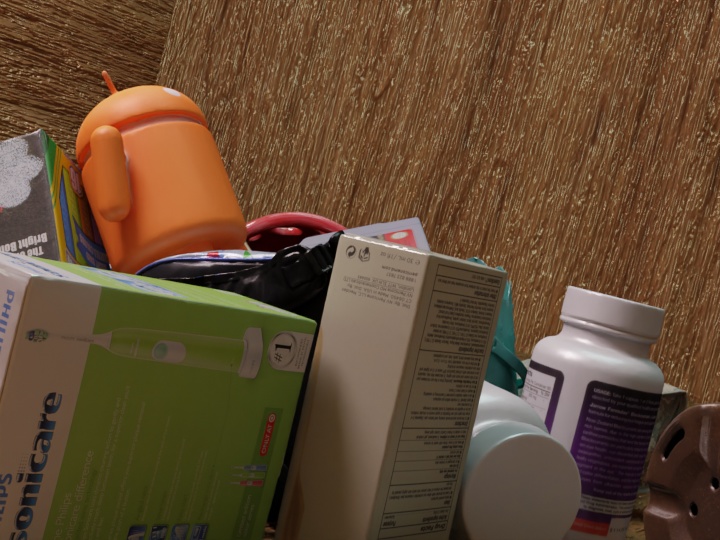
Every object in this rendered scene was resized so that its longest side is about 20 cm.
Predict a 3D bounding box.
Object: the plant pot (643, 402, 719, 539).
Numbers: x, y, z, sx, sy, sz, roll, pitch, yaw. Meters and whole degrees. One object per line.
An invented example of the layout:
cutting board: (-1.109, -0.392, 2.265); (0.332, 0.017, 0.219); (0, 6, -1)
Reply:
plant pot: (0.320, 0.172, 0.817); (0.197, 0.202, 0.200); (6, 5, -20)

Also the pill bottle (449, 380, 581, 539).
pill bottle: (0.071, 0.136, 0.864); (0.119, 0.120, 0.200); (13, 3, -22)

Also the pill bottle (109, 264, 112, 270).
pill bottle: (-0.160, 0.068, 1.024); (0.199, 0.112, 0.111); (14, 2, 15)

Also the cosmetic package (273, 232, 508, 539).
cosmetic package: (0.020, 0.086, 0.737); (0.071, 0.201, 0.105); (14, 1, 35)

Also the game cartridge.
game cartridge: (0.000, 0.000, 1.069); (0.132, 0.041, 0.200); (-15, 17, 2)

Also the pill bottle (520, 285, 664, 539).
pill bottle: (0.187, 0.119, 0.973); (0.111, 0.201, 0.111); (14, 2, -1)

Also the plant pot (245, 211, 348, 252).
plant pot: (-0.081, 0.049, 1.247); (0.199, 0.202, 0.182); (14, -9, -9)

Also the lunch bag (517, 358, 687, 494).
lunch bag: (0.194, 0.155, 1.166); (0.199, 0.118, 0.164); (0, 9, -27)

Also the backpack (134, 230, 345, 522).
backpack: (-0.084, 0.069, 0.845); (0.189, 0.201, 0.154); (8, -5, 17)

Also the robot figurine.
robot figurine: (-0.164, -0.065, 0.958); (0.143, 0.201, 0.117); (-9, -21, -36)

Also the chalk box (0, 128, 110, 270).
chalk box: (-0.271, 0.015, 0.931); (0.124, 0.201, 0.124); (-15, -21, 4)

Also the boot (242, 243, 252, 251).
boot: (-0.132, 0.004, 1.089); (0.075, 0.201, 0.107); (-31, 1, 12)

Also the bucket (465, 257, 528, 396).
bucket: (0.050, 0.082, 1.064); (0.206, 0.136, 0.207); (-9, 19, 3)

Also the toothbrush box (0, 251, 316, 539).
toothbrush box: (-0.135, 0.077, 0.658); (0.086, 0.147, 0.199); (16, 3, 42)
